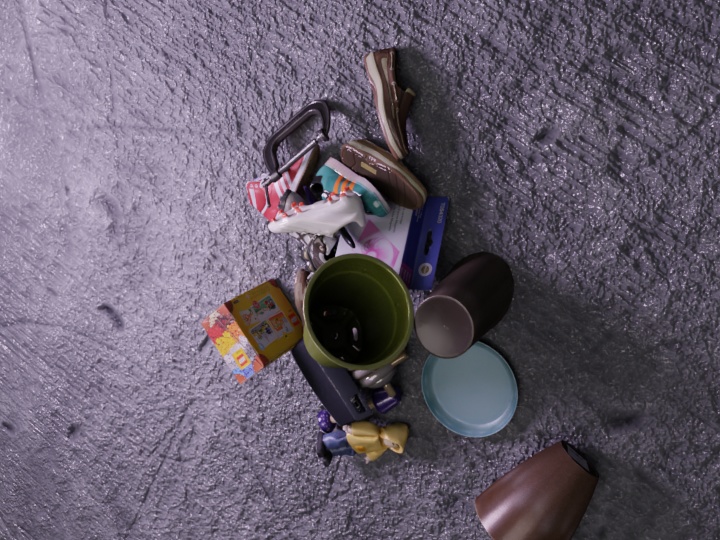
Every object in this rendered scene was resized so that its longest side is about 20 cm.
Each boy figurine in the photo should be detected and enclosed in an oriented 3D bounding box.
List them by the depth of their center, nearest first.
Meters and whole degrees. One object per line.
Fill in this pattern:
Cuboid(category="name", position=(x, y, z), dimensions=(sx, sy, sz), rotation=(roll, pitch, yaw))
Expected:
Cuboid(category="boy figurine", position=(0.010, 0.364, 1.644), dimensions=(0.195, 0.065, 0.126), rotation=(-10, 130, 16))

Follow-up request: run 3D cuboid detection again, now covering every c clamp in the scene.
Cuboid(category="c clamp", position=(-0.125, -0.235, 1.520), dimensions=(0.199, 0.027, 0.172), rotation=(-41, 44, 15))

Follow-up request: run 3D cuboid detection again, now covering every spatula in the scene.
Cuboid(category="spatula", position=(-0.060, -0.101, 1.500), dimensions=(0.021, 0.057, 0.200), rotation=(-43, 48, 0))

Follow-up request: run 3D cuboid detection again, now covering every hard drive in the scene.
Cuboid(category="hard drive", position=(-0.063, 0.220, 1.570), dimensions=(0.202, 0.042, 0.135), rotation=(56, 153, 2))

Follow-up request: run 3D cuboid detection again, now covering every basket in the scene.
Cuboid(category="basket", position=(0.180, 0.073, 1.415), dimensions=(0.135, 0.199, 0.182), rotation=(39, 118, 11))

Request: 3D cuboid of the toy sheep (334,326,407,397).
Cuboid(category="toy sheep", position=(0.018, 0.164, 1.563), dimensions=(0.137, 0.138, 0.202), rotation=(-32, 90, 29))

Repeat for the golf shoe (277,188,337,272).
Cuboid(category="golf shoe", position=(-0.091, -0.080, 1.543), dimensions=(0.093, 0.079, 0.202), rotation=(5, 140, 35))

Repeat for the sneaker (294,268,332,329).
Cuboid(category="sneaker", position=(-0.086, 0.091, 1.633), dimensions=(0.074, 0.071, 0.204), rotation=(-4, 110, 15))

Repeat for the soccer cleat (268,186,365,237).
Cuboid(category="soccer cleat", position=(-0.082, -0.090, 1.440), dimensions=(0.196, 0.070, 0.079), rotation=(-14, 112, 26))

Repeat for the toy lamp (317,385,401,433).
Cuboid(category="toy lamp", position=(0.000, 0.290, 1.646), dimensions=(0.198, 0.058, 0.059), rotation=(-27, 92, 32))

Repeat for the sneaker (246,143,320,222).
Cuboid(category="sneaker", position=(-0.161, -0.191, 1.582), dimensions=(0.111, 0.071, 0.202), rotation=(34, 118, 10))

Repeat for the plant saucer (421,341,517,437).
Cuboid(category="plant saucer", position=(0.216, 0.228, 1.539), dimensions=(0.196, 0.027, 0.205), rotation=(7, 107, 25))

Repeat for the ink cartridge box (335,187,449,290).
Cuboid(category="ink cartridge box", position=(0.054, -0.063, 1.464), dimensions=(0.196, 0.043, 0.200), rotation=(1, 64, 27))

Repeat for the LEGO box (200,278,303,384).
Cuboid(category="LEGO box", position=(-0.213, 0.121, 1.620), dimensions=(0.077, 0.199, 0.150), rotation=(-35, 87, 28))

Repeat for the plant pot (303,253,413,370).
Cuboid(category="plant pot", position=(-0.025, 0.097, 1.406), dimensions=(0.201, 0.199, 0.190), rotation=(51, 156, 5))

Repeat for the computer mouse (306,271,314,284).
Cuboid(category="computer mouse", position=(0.000, 0.000, 1.545), dimensions=(0.197, 0.138, 0.054), rotation=(-27, 53, 23))

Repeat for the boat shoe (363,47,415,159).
Cuboid(category="boat shoe", position=(0.066, -0.310, 1.430), dimensions=(0.073, 0.075, 0.207), rotation=(-16, 88, 13))

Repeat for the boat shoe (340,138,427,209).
Cuboid(category="boat shoe", position=(0.056, -0.193, 1.470), dimensions=(0.199, 0.076, 0.072), rotation=(40, 140, 20))

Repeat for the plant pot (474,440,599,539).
Cuboid(category="plant pot", position=(0.345, 0.423, 1.460), dimensions=(0.186, 0.187, 0.201), rotation=(40, 103, 10))

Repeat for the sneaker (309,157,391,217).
Cuboid(category="sneaker", position=(-0.021, -0.139, 1.478), dimensions=(0.080, 0.071, 0.199), rotation=(-48, 47, -4))
